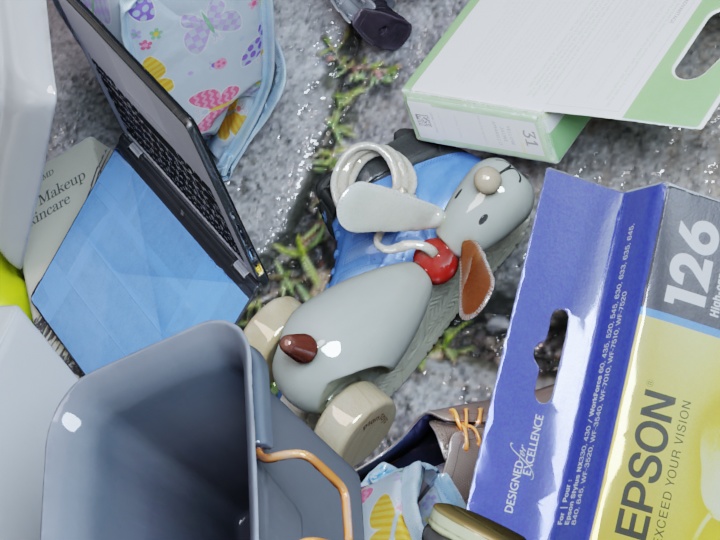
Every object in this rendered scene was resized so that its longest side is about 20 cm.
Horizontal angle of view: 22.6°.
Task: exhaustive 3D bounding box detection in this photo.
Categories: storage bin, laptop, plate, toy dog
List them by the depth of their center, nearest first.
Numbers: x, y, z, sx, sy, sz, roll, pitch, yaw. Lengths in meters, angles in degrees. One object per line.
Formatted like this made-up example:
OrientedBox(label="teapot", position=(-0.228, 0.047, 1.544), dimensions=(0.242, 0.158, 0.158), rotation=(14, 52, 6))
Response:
OrientedBox(label="storage bin", position=(-0.054, 0.144, 0.846), dimensions=(0.145, 0.134, 0.201), rotation=(-24, 51, 24))
OrientedBox(label="toy dog", position=(0.011, 0.007, 1.000), dimensions=(0.131, 0.096, 0.201), rotation=(20, 75, 16))
OrientedBox(label="laptop", position=(-0.150, -0.030, 1.060), dimensions=(0.116, 0.201, 0.187), rotation=(-34, 46, -12))
OrientedBox(label="plate", position=(-0.231, -0.134, 1.160), dimensions=(0.032, 0.200, 0.201), rotation=(-2, 60, -18))

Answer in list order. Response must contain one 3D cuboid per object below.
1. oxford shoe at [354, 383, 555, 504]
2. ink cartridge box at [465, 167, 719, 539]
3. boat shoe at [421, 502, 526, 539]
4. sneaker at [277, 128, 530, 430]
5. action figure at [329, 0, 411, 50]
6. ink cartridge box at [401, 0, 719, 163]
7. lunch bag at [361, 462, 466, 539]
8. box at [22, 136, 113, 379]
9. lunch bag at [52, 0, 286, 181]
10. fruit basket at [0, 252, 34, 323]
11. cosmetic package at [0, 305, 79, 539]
OrientedBox(label="oxford shoe", position=(0.076, 0.103, 1.003), dimensions=(0.199, 0.073, 0.072), rotation=(-30, 46, 3))
OrientedBox(label="ink cartridge box", position=(0.172, 0.062, 0.925), dimensions=(0.198, 0.047, 0.199), rotation=(17, 75, -10))
OrientedBox(label="boat shoe", position=(0.106, 0.185, 0.854), dimensions=(0.199, 0.073, 0.065), rotation=(34, 93, 6))
OrientedBox(label="sneaker", position=(0.000, 0.000, 1.099), dimensions=(0.200, 0.077, 0.111), rotation=(-48, 60, -2))
OrientedBox(label="action figure", position=(-0.027, -0.235, 1.226), dimensions=(0.200, 0.069, 0.131), rotation=(46, 113, 41))
OrientedBox(label="ink cartridge box", position=(0.143, -0.125, 1.058), dimensions=(0.199, 0.048, 0.146), rotation=(14, 52, 34))
OrientedBox(label="lunch bag", position=(0.008, 0.221, 0.940), dimensions=(0.169, 0.127, 0.201), rotation=(-33, 64, 16))
OrientedBox(label="box", position=(-0.171, 0.018, 1.200), dimensions=(0.082, 0.068, 0.201), rotation=(-30, 57, 17))
OrientedBox(label="lunch bag", position=(-0.132, -0.176, 1.191), dimensions=(0.126, 0.201, 0.170), rotation=(-23, 56, -17))
OrientedBox(label="fruit basket", position=(-0.304, 0.006, 1.260), dimensions=(0.214, 0.156, 0.218), rotation=(0, 87, -5))
OrientedBox(label="cosmetic package", position=(-0.270, 0.135, 1.070), dimensions=(0.199, 0.167, 0.168), rotation=(0, 50, 29))
